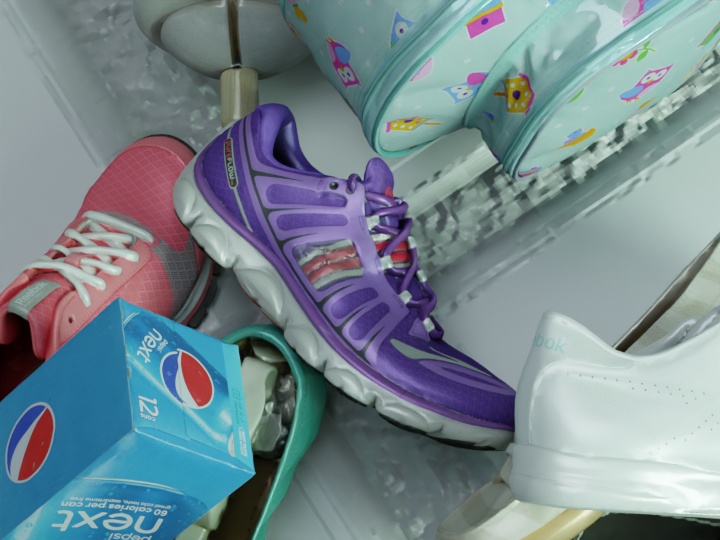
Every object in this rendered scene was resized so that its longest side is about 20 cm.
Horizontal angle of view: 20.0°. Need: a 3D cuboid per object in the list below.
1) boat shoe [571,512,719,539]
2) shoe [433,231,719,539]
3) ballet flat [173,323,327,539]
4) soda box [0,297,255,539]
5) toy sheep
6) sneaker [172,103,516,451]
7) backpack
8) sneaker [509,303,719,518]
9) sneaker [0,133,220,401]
[{"bbox_3d":[0.169,0.135,0.807,0.201,0.061,0.072,20,72,22],"label":"boat shoe"},{"bbox_3d":[0.101,0.057,0.853,0.200,0.070,0.053,-38,95,-13],"label":"shoe"},{"bbox_3d":[-0.072,0.110,0.879,0.067,0.070,0.201,14,70,20],"label":"ballet flat"},{"bbox_3d":[-0.133,0.099,0.848,0.200,0.064,0.068,-40,43,30],"label":"soda box"},{"bbox_3d":[-0.058,-0.161,0.970,0.137,0.138,0.201,0,73,15],"label":"toy sheep"},{"bbox_3d":[0.000,0.000,0.890,0.200,0.081,0.083,45,100,21],"label":"sneaker"},{"bbox_3d":[0.071,-0.128,0.883,0.200,0.176,0.154,-24,79,-13],"label":"backpack"},{"bbox_3d":[0.158,0.055,0.798,0.199,0.075,0.089,6,83,-16],"label":"sneaker"},{"bbox_3d":[-0.125,0.018,0.927,0.074,0.087,0.201,17,70,21],"label":"sneaker"}]
